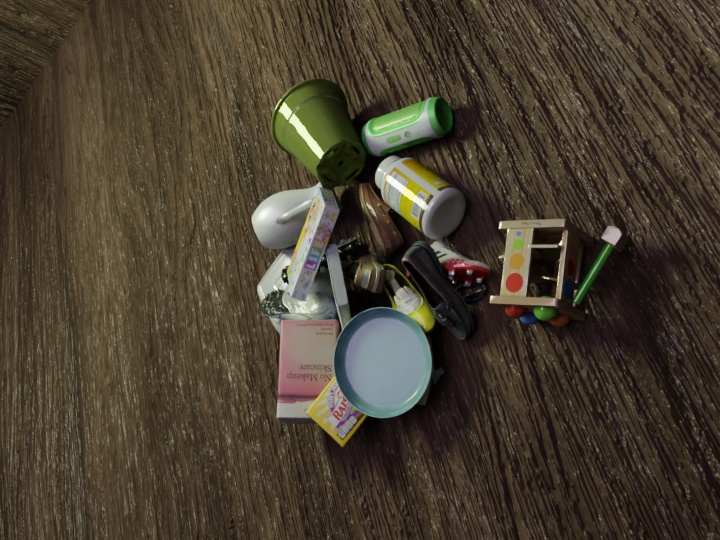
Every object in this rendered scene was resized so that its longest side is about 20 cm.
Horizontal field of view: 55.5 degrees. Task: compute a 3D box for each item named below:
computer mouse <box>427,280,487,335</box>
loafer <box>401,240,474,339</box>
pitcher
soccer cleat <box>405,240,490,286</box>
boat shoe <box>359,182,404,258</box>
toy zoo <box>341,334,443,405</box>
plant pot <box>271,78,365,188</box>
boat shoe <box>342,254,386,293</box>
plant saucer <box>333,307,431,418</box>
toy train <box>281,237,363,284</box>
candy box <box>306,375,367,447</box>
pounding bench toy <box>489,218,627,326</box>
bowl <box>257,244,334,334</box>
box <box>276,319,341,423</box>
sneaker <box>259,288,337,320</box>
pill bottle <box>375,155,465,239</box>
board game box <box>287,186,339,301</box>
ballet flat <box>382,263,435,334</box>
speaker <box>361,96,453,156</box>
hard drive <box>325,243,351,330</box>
[{"bbox_3d":[0.159,0.073,1.328,0.198,0.034,0.060,-36,55,28],"label":"computer mouse"},{"bbox_3d":[0.138,0.047,1.269,0.071,0.063,0.203,-25,98,50],"label":"loafer"},{"bbox_3d":[-0.150,-0.129,1.545,0.196,0.172,0.124,-25,91,9],"label":"pitcher"},{"bbox_3d":[0.168,-0.019,1.324,0.197,0.068,0.087,-3,64,48],"label":"soccer cleat"},{"bbox_3d":[0.043,-0.114,1.477,0.066,0.073,0.203,-17,51,0],"label":"boat shoe"},{"bbox_3d":[0.065,0.188,1.329,0.194,0.020,0.135,3,75,12],"label":"toy zoo"},{"bbox_3d":[-0.080,-0.292,1.540,0.201,0.198,0.192,-48,49,19],"label":"plant pot"},{"bbox_3d":[0.000,0.000,1.405,0.200,0.074,0.074,-161,81,-80],"label":"boat shoe"},{"bbox_3d":[0.043,0.173,1.294,0.195,0.027,0.206,-2,83,19],"label":"plant saucer"},{"bbox_3d":[-0.087,-0.025,1.527,0.196,0.035,0.046,-23,41,1],"label":"toy train"},{"bbox_3d":[-0.009,0.237,1.357,0.101,0.026,0.201,36,78,15],"label":"candy box"},{"bbox_3d":[0.333,0.010,1.128,0.197,0.123,0.161,0,77,42],"label":"pounding bench toy"},{"bbox_3d":[-0.160,0.041,1.601,0.201,0.074,0.201,-49,51,17],"label":"bowl"},{"bbox_3d":[-0.104,0.214,1.438,0.124,0.109,0.206,-1,73,3],"label":"box"},{"bbox_3d":[-0.138,0.085,1.498,0.196,0.073,0.073,2,55,32],"label":"sneaker"},{"bbox_3d":[0.115,-0.155,1.387,0.200,0.108,0.111,44,106,41],"label":"pill bottle"},{"bbox_3d":[-0.100,-0.057,1.411,0.135,0.033,0.204,-114,43,-66],"label":"board game box"},{"bbox_3d":[0.083,0.050,1.347,0.066,0.068,0.201,-33,36,0],"label":"ballet flat"},{"bbox_3d":[0.098,-0.306,1.466,0.196,0.087,0.091,-10,70,39],"label":"speaker"},{"bbox_3d":[-0.040,0.054,1.418,0.026,0.201,0.135,-11,62,-2],"label":"hard drive"}]
